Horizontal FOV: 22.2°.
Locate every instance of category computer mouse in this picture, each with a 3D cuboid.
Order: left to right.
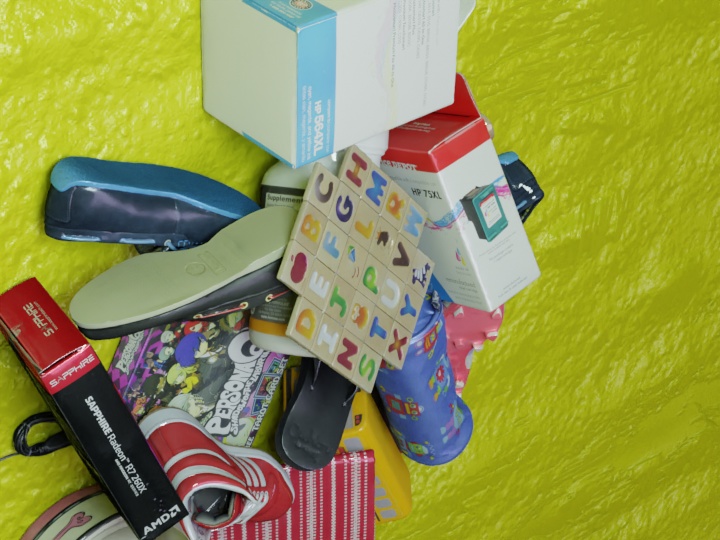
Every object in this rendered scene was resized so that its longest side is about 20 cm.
[{"bbox_3d":[-0.305,0.170,1.508,0.199,0.034,0.059,-30,133,-31],"label":"computer mouse"}]

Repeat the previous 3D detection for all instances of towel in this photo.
[{"bbox_3d":[-0.084,0.238,1.731,0.198,0.023,0.146,-8,125,-12],"label":"towel"}]

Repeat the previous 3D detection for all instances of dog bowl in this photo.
[{"bbox_3d":[-0.232,0.278,1.628,0.199,0.074,0.202,-26,132,-33],"label":"dog bowl"}]

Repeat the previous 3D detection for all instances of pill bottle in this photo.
[{"bbox_3d":[-0.031,-0.030,1.564,0.116,0.116,0.202,3,93,-47],"label":"pill bottle"}]

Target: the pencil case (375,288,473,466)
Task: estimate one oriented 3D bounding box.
[{"bbox_3d":[0.052,0.092,1.688,0.087,0.077,0.201,-63,151,-33],"label":"pencil case"}]

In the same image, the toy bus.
[{"bbox_3d":[-0.014,0.168,1.763,0.078,0.065,0.201,-12,139,12],"label":"toy bus"}]

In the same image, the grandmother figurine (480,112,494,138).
[{"bbox_3d":[0.044,-0.071,1.695,0.200,0.060,0.122,-41,130,-23],"label":"grandmother figurine"}]

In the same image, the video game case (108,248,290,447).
[{"bbox_3d":[-0.138,0.078,1.619,0.181,0.036,0.201,11,107,-48],"label":"video game case"}]

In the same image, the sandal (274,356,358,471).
[{"bbox_3d":[-0.022,0.085,1.671,0.076,0.043,0.202,19,71,-21],"label":"sandal"}]

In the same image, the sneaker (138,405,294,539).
[{"bbox_3d":[-0.110,0.201,1.602,0.071,0.113,0.200,-45,137,9],"label":"sneaker"}]

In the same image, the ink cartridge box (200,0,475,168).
[{"bbox_3d":[-0.014,-0.190,1.492,0.199,0.128,0.126,-23,131,-34],"label":"ink cartridge box"}]

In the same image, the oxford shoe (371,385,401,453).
[{"bbox_3d":[0.019,0.099,1.793,0.072,0.071,0.201,-8,126,-12],"label":"oxford shoe"}]

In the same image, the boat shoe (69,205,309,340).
[{"bbox_3d":[-0.131,0.015,1.450,0.200,0.074,0.063,-22,133,-17],"label":"boat shoe"}]

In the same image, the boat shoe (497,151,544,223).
[{"bbox_3d":[0.116,-0.022,1.757,0.084,0.069,0.201,-32,156,-33],"label":"boat shoe"}]

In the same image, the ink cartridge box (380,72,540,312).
[{"bbox_3d":[0.071,-0.072,1.610,0.067,0.116,0.201,-33,114,-25],"label":"ink cartridge box"}]

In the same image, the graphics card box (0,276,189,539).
[{"bbox_3d":[-0.216,0.112,1.462,0.051,0.125,0.201,-33,127,-14],"label":"graphics card box"}]

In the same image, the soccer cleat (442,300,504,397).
[{"bbox_3d":[0.091,0.053,1.768,0.066,0.077,0.201,1,148,-10],"label":"soccer cleat"}]

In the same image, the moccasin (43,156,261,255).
[{"bbox_3d":[-0.170,-0.045,1.483,0.199,0.081,0.069,11,113,-35],"label":"moccasin"}]

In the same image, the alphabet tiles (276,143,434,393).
[{"bbox_3d":[0.000,0.000,1.507,0.200,0.006,0.168,39,65,-51],"label":"alphabet tiles"}]
